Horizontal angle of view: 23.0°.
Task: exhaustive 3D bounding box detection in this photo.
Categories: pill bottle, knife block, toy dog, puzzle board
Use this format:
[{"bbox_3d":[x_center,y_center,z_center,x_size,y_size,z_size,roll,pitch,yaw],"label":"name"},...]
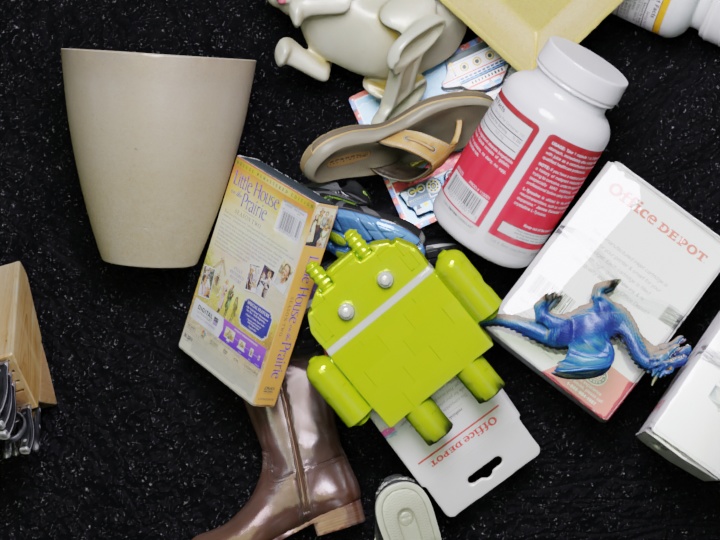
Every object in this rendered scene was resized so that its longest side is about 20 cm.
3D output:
[{"bbox_3d":[0.277,-0.292,1.693,0.199,0.113,0.113,27,86,9],"label":"pill bottle"},{"bbox_3d":[0.161,-0.112,1.646,0.112,0.112,0.201,35,111,9],"label":"pill bottle"},{"bbox_3d":[-0.349,0.084,1.674,0.064,0.176,0.201,-15,81,3],"label":"knife block"},{"bbox_3d":[-0.005,-0.264,1.704,0.200,0.140,0.194,36,66,14],"label":"toy dog"},{"bbox_3d":[0.107,-0.145,1.739,0.199,0.017,0.151,-24,81,2],"label":"puzzle board"}]

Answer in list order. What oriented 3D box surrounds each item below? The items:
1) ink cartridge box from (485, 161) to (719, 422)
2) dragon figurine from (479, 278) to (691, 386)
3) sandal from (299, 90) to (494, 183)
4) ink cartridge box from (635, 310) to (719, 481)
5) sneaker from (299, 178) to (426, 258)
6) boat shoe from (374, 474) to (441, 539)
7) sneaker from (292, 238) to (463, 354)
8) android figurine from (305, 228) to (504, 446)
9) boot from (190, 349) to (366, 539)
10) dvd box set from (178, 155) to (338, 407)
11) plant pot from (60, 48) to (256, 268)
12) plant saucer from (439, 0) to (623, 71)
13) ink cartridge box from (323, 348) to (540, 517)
[{"bbox_3d":[0.233,0.021,1.669,0.147,0.083,0.200,38,88,9],"label":"ink cartridge box"},{"bbox_3d":[0.198,0.067,1.596,0.199,0.059,0.100,-12,83,3],"label":"dragon figurine"},{"bbox_3d":[0.041,-0.113,1.675,0.199,0.081,0.054,-17,58,-16],"label":"sandal"},{"bbox_3d":[0.343,0.091,1.617,0.085,0.146,0.200,36,87,8],"label":"ink cartridge box"},{"bbox_3d":[-0.011,-0.052,1.672,0.083,0.071,0.199,-40,36,-27],"label":"sneaker"},{"bbox_3d":[0.052,0.291,1.665,0.071,0.068,0.201,-11,96,-11],"label":"boat shoe"},{"bbox_3d":[0.000,0.000,1.702,0.199,0.076,0.088,-21,47,-14],"label":"sneaker"},{"bbox_3d":[0.034,0.055,1.588,0.182,0.041,0.200,-37,97,6],"label":"android figurine"},{"bbox_3d":[-0.102,0.166,1.693,0.185,0.064,0.201,-14,84,-10],"label":"boot"},{"bbox_3d":[-0.099,0.008,1.664,0.146,0.029,0.201,30,107,49],"label":"dvd box set"},{"bbox_3d":[-0.197,-0.107,1.697,0.186,0.187,0.201,4,97,6],"label":"plant pot"},{"bbox_3d":[0.158,-0.308,1.626,0.200,0.049,0.200,40,122,-12],"label":"plant saucer"},{"bbox_3d":[0.067,0.118,1.662,0.116,0.068,0.200,-35,102,2],"label":"ink cartridge box"}]
